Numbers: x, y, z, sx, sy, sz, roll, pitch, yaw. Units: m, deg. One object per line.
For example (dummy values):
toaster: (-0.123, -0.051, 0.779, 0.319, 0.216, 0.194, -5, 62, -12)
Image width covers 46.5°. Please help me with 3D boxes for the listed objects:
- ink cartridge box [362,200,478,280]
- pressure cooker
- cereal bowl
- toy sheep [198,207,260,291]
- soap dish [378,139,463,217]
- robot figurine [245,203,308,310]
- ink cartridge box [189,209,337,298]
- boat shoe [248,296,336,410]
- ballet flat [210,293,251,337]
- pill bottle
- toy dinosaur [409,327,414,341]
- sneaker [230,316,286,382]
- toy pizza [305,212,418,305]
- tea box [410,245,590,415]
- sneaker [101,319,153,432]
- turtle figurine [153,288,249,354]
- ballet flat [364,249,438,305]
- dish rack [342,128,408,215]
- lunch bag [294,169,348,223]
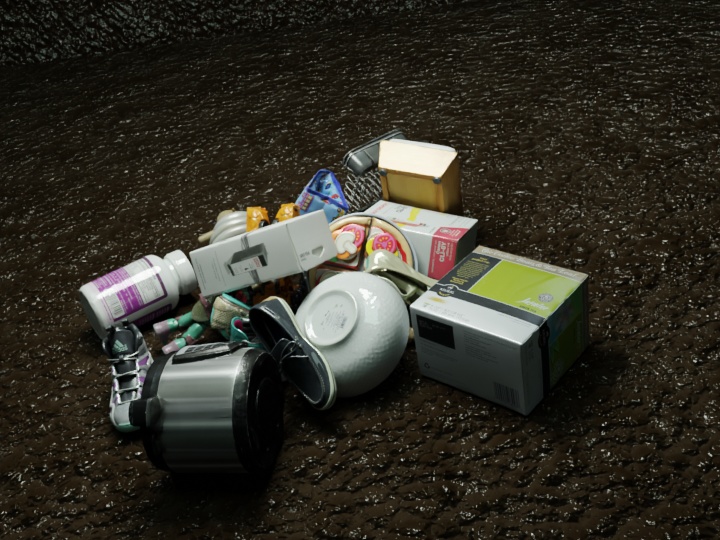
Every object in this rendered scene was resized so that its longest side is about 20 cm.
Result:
ink cartridge box: (0.097, -0.056, 1.518, 0.197, 0.085, 0.145, 12, 22, 19)
pressure cooker: (-0.222, 0.198, 1.181, 0.197, 0.178, 0.180, -4, 39, 14)
cereal bowl: (-0.028, 0.088, 1.298, 0.198, 0.083, 0.203, -15, 56, 23)
toy sheep: (-0.232, -0.037, 1.620, 0.136, 0.139, 0.202, -19, 61, -13)
soap dish: (0.114, -0.148, 1.604, 0.155, 0.202, 0.082, 13, 50, 23)
robot figurine: (-0.153, -0.016, 1.522, 0.143, 0.203, 0.058, -3, -3, 22)
ink cartridge box: (-0.159, -0.029, 1.401, 0.198, 0.084, 0.147, -15, 6, 26)
boat shoe: (-0.105, 0.125, 1.249, 0.062, 0.075, 0.201, -6, 54, -50)
ballet flat: (-0.160, 0.099, 1.399, 0.198, 0.076, 0.068, 19, 5, -29)
pill bottle: (-0.409, 0.040, 1.561, 0.198, 0.114, 0.112, -28, 34, -26)
toy dinosaur: (0.007, 0.095, 1.364, 0.197, 0.058, 0.102, -13, 63, -7)
sneaker: (-0.199, 0.139, 1.321, 0.198, 0.122, 0.084, -21, 32, -15)
toy pizza: (0.000, 0.000, 1.435, 0.197, 0.203, 0.032, -6, -7, 9)
tea box: (0.213, 0.082, 1.265, 0.198, 0.135, 0.196, 18, 42, 39)
sneaker: (-0.379, 0.152, 1.338, 0.077, 0.142, 0.201, -15, 30, -8)
turtle figurine: (-0.255, 0.085, 1.458, 0.198, 0.102, 0.150, -27, 27, -9)
ballet flat: (0.092, 0.039, 1.377, 0.198, 0.070, 0.070, 30, 39, 2)
dish rack: (0.024, -0.177, 1.694, 0.152, 0.201, 0.055, -28, 63, -30)
lunch bag: (-0.103, -0.115, 1.674, 0.093, 0.152, 0.201, 25, 20, -15)
